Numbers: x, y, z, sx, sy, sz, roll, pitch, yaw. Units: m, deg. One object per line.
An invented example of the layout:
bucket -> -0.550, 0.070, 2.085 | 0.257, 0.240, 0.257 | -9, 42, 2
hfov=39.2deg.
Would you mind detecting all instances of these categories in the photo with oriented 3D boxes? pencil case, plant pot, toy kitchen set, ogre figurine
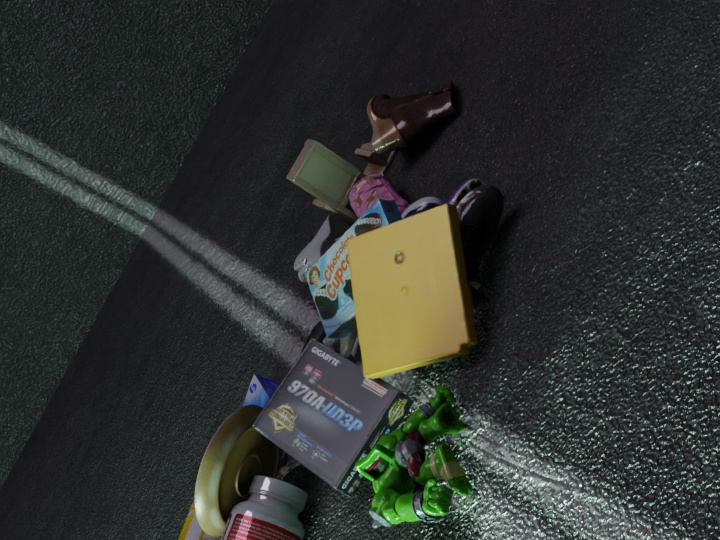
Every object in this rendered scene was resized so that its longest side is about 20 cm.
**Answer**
pencil case -> 0.040, -0.097, 1.675 | 0.083, 0.087, 0.200 | -27, 26, -2
plant pot -> -0.174, 0.300, 1.498 | 0.027, 0.200, 0.201 | 12, 69, 27
toy kitchen set -> -0.046, -0.200, 1.840 | 0.164, 0.180, 0.200 | -60, 27, -2
ogre figurine -> 0.065, 0.232, 1.222 | 0.120, 0.098, 0.201 | -34, 44, 26

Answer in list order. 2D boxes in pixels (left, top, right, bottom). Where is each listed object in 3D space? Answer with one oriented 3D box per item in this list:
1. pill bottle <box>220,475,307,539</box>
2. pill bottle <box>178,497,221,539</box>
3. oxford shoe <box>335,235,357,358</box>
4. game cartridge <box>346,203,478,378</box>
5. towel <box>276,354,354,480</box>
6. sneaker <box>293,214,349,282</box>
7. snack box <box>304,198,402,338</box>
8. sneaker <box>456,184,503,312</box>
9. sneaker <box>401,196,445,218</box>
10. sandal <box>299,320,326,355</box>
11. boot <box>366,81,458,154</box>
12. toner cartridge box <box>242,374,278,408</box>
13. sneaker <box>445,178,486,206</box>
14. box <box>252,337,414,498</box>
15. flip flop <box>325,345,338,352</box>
pill bottle -> -0.147, 0.401, 1.435 | 0.112, 0.112, 0.201 | -19, 46, 57
pill bottle -> -0.231, 0.432, 1.539 | 0.104, 0.104, 0.200 | -46, 14, 29
oxford shoe -> -0.023, 0.037, 1.581 | 0.075, 0.057, 0.201 | -137, 52, -85
game cartridge -> 0.067, 0.030, 1.358 | 0.176, 0.032, 0.201 | -18, 72, 34
towel -> -0.077, 0.236, 1.601 | 0.200, 0.023, 0.144 | -43, 27, 32
sneaker -> -0.069, -0.008, 1.815 | 0.116, 0.074, 0.200 | -51, 15, 25
snack box -> 0.000, 0.000, 1.484 | 0.200, 0.037, 0.117 | -44, 56, 38
sneaker -> 0.154, -0.010, 1.369 | 0.201, 0.075, 0.116 | -63, 29, 15
sneaker -> 0.069, -0.014, 1.527 | 0.200, 0.070, 0.109 | -53, 18, 35
sandal -> -0.085, 0.162, 1.685 | 0.075, 0.045, 0.200 | -74, 9, -58
boot -> 0.097, -0.288, 1.805 | 0.166, 0.072, 0.200 | -27, 30, 17
toner cartridge box -> -0.162, 0.241, 1.685 | 0.200, 0.043, 0.095 | -160, 90, -76
sneaker -> 0.110, -0.051, 1.454 | 0.200, 0.080, 0.083 | -56, 40, 11
box -> -0.042, 0.204, 1.426 | 0.200, 0.046, 0.159 | 27, 79, 45
flip flop -> -0.065, 0.183, 1.538 | 0.081, 0.057, 0.200 | -45, 27, 28
